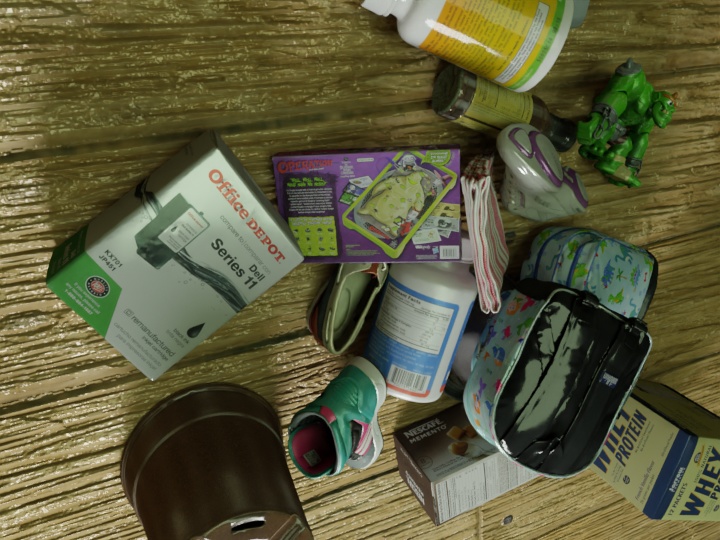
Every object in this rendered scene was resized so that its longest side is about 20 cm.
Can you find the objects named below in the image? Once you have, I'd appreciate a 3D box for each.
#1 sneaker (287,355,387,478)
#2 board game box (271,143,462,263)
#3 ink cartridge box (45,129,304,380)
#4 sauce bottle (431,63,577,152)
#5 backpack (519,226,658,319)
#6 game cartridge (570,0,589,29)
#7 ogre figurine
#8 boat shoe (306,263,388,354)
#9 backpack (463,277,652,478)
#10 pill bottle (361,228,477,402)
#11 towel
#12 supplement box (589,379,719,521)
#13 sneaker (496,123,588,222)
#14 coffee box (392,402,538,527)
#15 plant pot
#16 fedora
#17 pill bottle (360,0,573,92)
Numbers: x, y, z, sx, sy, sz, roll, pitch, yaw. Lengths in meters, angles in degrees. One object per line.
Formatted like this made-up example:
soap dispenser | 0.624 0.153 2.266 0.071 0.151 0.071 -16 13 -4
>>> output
sneaker | -0.029 0.204 0.757 0.120 0.083 0.202 -36 145 -33
board game box | 0.009 -0.069 0.678 0.196 0.032 0.122 0 115 11
ink cartridge box | -0.175 -0.016 0.624 0.199 0.083 0.147 -39 119 0
sauce bottle | 0.177 -0.186 0.759 0.197 0.065 0.066 13 103 -31
backpack | 0.310 0.016 0.867 0.198 0.154 0.165 23 92 -18
game cartridge | 0.210 -0.376 0.718 0.131 0.042 0.203 -14 115 -17
ogre figurine | 0.335 -0.188 0.815 0.198 0.098 0.121 22 97 -34
boat shoe | 0.000 0.000 0.743 0.070 0.062 0.202 24 96 -29
backpack | 0.215 0.126 0.740 0.176 0.150 0.203 25 86 -19
pill bottle | 0.077 0.045 0.770 0.111 0.112 0.203 11 104 -29
towel | 0.149 -0.054 0.724 0.029 0.200 0.149 -6 106 18
supplement box | 0.468 0.272 0.999 0.197 0.200 0.136 13 103 -28
sneaker | 0.203 -0.104 0.772 0.099 0.076 0.199 -20 150 32
coffee box | 0.159 0.251 0.889 0.197 0.114 0.081 -18 117 -18
plant pot | -0.150 0.262 0.691 0.197 0.198 0.204 -10 114 -22
fedora | 0.180 0.106 0.856 0.175 0.090 0.202 -32 120 -12
pill bottle | 0.105 -0.271 0.650 0.197 0.111 0.113 18 101 -15
